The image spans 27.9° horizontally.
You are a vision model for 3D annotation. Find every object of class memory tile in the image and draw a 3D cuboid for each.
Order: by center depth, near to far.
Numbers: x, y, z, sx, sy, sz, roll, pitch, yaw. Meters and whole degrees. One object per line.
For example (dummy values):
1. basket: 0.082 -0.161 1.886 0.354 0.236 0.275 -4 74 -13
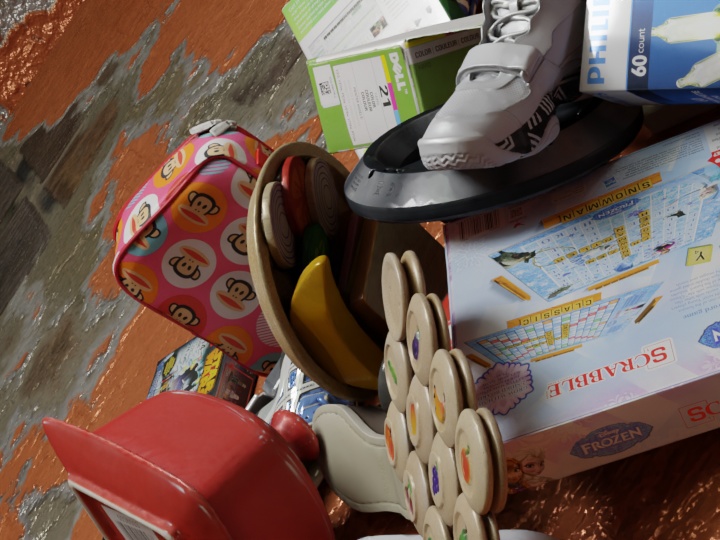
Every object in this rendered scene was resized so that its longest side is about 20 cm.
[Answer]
1. memory tile: 0.040 0.094 0.767 0.200 0.017 0.154 -112 19 -57

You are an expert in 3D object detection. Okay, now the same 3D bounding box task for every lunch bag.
1. lunch bag: -0.082 -0.022 1.166 0.176 0.200 0.082 -44 29 18

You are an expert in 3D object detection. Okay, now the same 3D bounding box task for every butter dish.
1. butter dish: -0.088 0.155 0.990 0.148 0.200 0.199 -43 34 -26

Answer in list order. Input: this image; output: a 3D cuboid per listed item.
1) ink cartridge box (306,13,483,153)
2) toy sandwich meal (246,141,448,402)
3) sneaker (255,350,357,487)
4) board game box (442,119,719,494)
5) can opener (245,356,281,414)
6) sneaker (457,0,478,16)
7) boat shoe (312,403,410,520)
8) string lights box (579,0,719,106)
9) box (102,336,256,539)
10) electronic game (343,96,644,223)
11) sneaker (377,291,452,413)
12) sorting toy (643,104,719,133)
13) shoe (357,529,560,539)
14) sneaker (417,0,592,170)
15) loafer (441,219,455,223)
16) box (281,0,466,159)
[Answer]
1. ink cartridge box: 0.083 -0.151 1.089 0.199 0.076 0.147 -4 14 41
2. toy sandwich meal: 0.000 0.000 1.000 0.070 0.205 0.206 -17 42 28
3. sneaker: -0.025 0.094 1.089 0.077 0.075 0.201 22 89 58
4. board game box: 0.147 0.015 0.811 0.199 0.041 0.200 -20 37 17
5. can opener: -0.056 0.090 1.160 0.201 0.053 0.067 -56 25 -1
6. sneaker: 0.088 -0.255 1.302 0.201 0.075 0.088 -59 33 14
7. boat shoe: 0.028 0.121 0.962 0.200 0.059 0.072 0 102 64
8. string lights box: 0.225 -0.147 0.811 0.199 0.059 0.104 4 89 40
9. box: -0.155 0.145 1.289 0.137 0.040 0.201 -32 34 40
10. electronic game: 0.085 -0.078 0.938 0.199 0.042 0.200 -16 20 6
11. sneaker: 0.103 0.038 0.930 0.107 0.068 0.201 13 37 27
12. sorting toy: 0.256 -0.216 0.937 0.200 0.069 0.200 -24 40 50
13. shoe: 0.039 0.206 0.828 0.200 0.071 0.091 -19 41 48
14. sneaker: 0.087 -0.139 0.862 0.075 0.116 0.200 -1 26 41
15. loafer: 0.083 -0.063 1.073 0.071 0.068 0.201 -54 18 -1
16. box: 0.022 -0.204 1.276 0.144 0.036 0.201 -42 61 28
